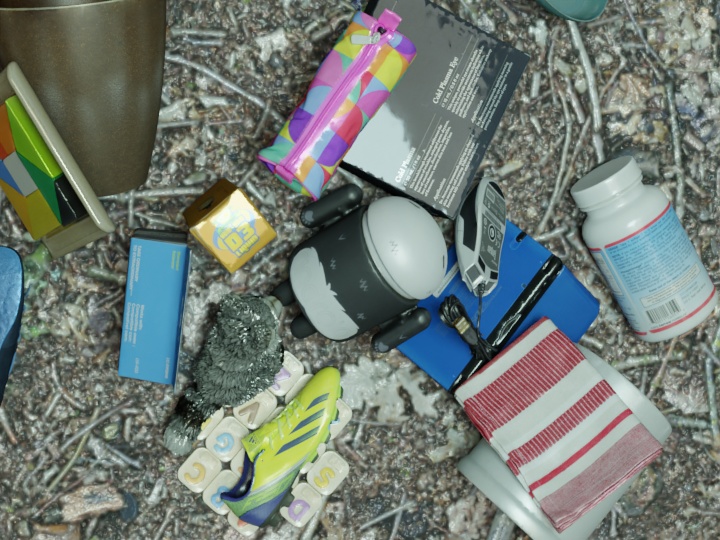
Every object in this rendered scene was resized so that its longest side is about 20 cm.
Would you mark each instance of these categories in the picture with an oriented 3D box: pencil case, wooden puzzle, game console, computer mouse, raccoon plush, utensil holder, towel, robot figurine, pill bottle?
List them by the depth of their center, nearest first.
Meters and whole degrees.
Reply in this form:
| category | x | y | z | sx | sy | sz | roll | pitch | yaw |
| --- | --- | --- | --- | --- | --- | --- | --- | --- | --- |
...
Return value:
| category | x | y | z | sx | sy | sz | roll | pitch | yaw |
| --- | --- | --- | --- | --- | --- | --- | --- | --- | --- |
| wooden puzzle | -0.336 | -0.102 | 1.160 | 0.037 | 0.199 | 0.187 | -35 | 102 | -29 |
| pencil case | -0.023 | -0.172 | 1.162 | 0.088 | 0.088 | 0.201 | 33 | 91 | -12 |
| raccoon plush | -0.144 | 0.114 | 1.231 | 0.096 | 0.134 | 0.202 | 23 | 80 | 3 |
| towel | 0.210 | 0.162 | 1.235 | 0.143 | 0.023 | 0.201 | -38 | 61 | -1 |
| robot figurine | 0.001 | 0.001 | 1.252 | 0.198 | 0.126 | 0.150 | -29 | 131 | 24 |
| computer mouse | 0.127 | -0.009 | 1.280 | 0.109 | 0.043 | 0.203 | 38 | 54 | -49 |
| utensil holder | 0.235 | 0.208 | 1.312 | 0.170 | 0.170 | 0.200 | 42 | 85 | -11 |
| pill bottle | 0.328 | -0.027 | 1.330 | 0.108 | 0.109 | 0.202 | -32 | 101 | -5 |
| game console | 0.160 | 0.061 | 1.356 | 0.170 | 0.118 | 0.201 | 38 | 88 | 20 |

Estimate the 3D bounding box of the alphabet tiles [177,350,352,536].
| category | x | y | z | sx | sy | sz | roll | pitch | yaw |
| --- | --- | --- | --- | --- | --- | --- | --- | --- | --- |
| alphabet tiles | -0.110 | 0.202 | 1.325 | 0.200 | 0.015 | 0.196 | 43 | 88 | -12 |

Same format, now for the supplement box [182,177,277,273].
| category | x | y | z | sx | sy | sz | roll | pitch | yaw |
| --- | --- | --- | --- | --- | --- | --- | --- | --- | --- |
| supplement box | -0.141 | -0.050 | 1.198 | 0.066 | 0.200 | 0.069 | -40 | 101 | -3 |

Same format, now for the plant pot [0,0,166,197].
| category | x | y | z | sx | sy | sz | roll | pitch | yaw |
| --- | --- | --- | --- | --- | --- | --- | --- | --- | --- |
| plant pot | -0.282 | -0.186 | 1.185 | 0.184 | 0.187 | 0.203 | -8 | 112 | -9 |

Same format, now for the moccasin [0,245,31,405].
| category | x | y | z | sx | sy | sz | roll | pitch | yaw |
| --- | --- | --- | --- | --- | --- | --- | --- | --- | --- |
| moccasin | -0.409 | 0.071 | 1.233 | 0.079 | 0.068 | 0.203 | 16 | 92 | -4 |

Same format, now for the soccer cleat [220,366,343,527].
| category | x | y | z | sx | sy | sz | roll | pitch | yaw |
| --- | --- | --- | --- | --- | --- | --- | --- | --- | --- |
| soccer cleat | -0.088 | 0.193 | 1.289 | 0.083 | 0.065 | 0.202 | 30 | 89 | -10 |

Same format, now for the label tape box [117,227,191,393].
| category | x | y | z | sx | sy | sz | roll | pitch | yaw |
| --- | --- | --- | --- | --- | --- | --- | --- | --- | --- |
| label tape box | -0.217 | 0.035 | 1.193 | 0.062 | 0.200 | 0.147 | 6 | 95 | -10 |

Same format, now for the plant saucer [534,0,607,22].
| category | x | y | z | sx | sy | sz | roll | pitch | yaw |
| --- | --- | --- | --- | --- | --- | --- | --- | --- | --- |
| plant saucer | 0.207 | -0.365 | 1.263 | 0.199 | 0.027 | 0.203 | 20 | 60 | -39 |

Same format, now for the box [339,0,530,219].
| category | x | y | z | sx | sy | sz | roll | pitch | yaw |
| --- | --- | --- | --- | --- | --- | --- | --- | --- | --- |
| box | 0.058 | -0.188 | 1.267 | 0.180 | 0.104 | 0.202 | 26 | 91 | -11 |
